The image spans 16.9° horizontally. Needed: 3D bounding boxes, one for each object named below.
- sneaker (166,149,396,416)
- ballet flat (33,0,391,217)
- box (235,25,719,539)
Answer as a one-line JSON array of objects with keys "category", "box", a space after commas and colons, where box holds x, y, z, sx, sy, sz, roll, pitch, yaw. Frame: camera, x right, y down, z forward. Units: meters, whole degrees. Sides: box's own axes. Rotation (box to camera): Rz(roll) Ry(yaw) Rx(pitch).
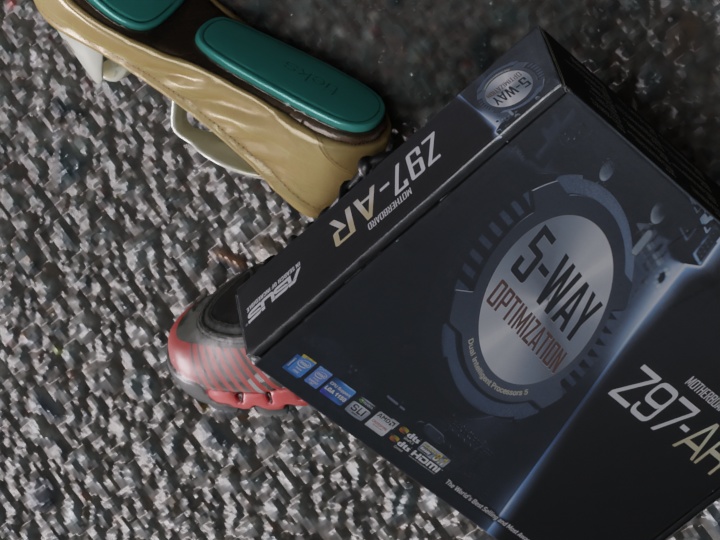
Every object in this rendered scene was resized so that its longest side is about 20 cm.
[{"category": "sneaker", "box": [0.000, 0.000, 0.988, 0.200, 0.071, 0.098, -15, 134, 22]}, {"category": "ballet flat", "box": [-0.081, -0.089, 1.014, 0.200, 0.069, 0.063, 36, 129, 9]}, {"category": "box", "box": [0.078, 0.023, 0.930, 0.160, 0.044, 0.200, -40, 123, 18]}]
